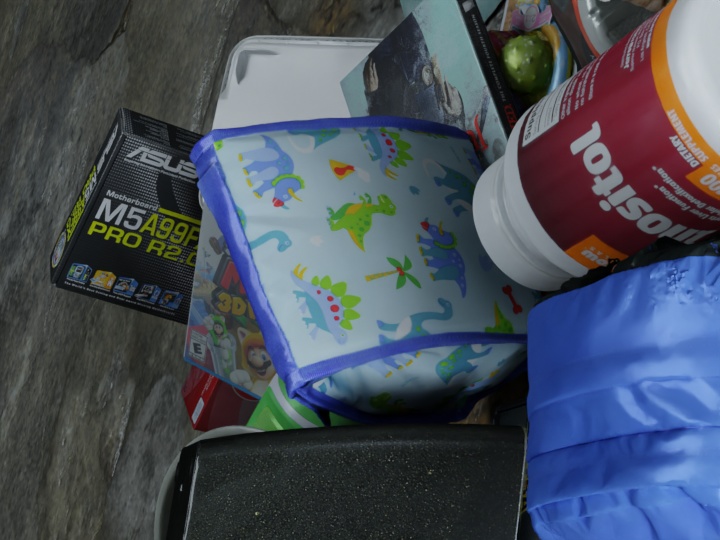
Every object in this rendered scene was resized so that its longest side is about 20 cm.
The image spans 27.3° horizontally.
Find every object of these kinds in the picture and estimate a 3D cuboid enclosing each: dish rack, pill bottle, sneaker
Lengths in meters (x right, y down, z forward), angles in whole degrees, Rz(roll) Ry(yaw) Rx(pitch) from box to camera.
[{"bbox_3d":[-0.032,-0.105,1.132,0.199,0.044,0.172,6,78,26],"label":"dish rack"},{"bbox_3d":[0.150,-0.062,0.795,0.200,0.113,0.113,-36,45,53],"label":"pill bottle"},{"bbox_3d":[0.132,-0.207,0.923,0.082,0.077,0.201,142,121,-66],"label":"sneaker"}]

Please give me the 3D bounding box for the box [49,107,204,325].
[{"bbox_3d":[-0.140,-0.032,1.248,0.160,0.199,0.044,-58,28,27],"label":"box"}]

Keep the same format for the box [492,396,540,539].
[{"bbox_3d":[0.124,0.160,0.791,0.159,0.046,0.201,-26,52,58],"label":"box"}]

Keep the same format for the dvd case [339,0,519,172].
[{"bbox_3d":[0.058,-0.076,1.009,0.146,0.022,0.201,-36,67,50],"label":"dvd case"}]

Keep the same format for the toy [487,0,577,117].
[{"bbox_3d":[0.106,-0.147,1.004,0.115,0.047,0.201,8,82,65],"label":"toy"}]

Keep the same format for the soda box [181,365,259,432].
[{"bbox_3d":[-0.077,0.043,1.228,0.200,0.070,0.063,-64,27,21],"label":"soda box"}]

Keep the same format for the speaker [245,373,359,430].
[{"bbox_3d":[-0.059,0.156,1.109,0.200,0.088,0.089,-61,29,28],"label":"speaker"}]

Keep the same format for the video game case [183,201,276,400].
[{"bbox_3d":[-0.064,0.011,1.121,0.143,0.018,0.201,25,122,23],"label":"video game case"}]

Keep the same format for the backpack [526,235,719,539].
[{"bbox_3d":[0.168,0.075,0.581,0.162,0.199,0.168,-30,49,54],"label":"backpack"}]

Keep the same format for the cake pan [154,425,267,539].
[{"bbox_3d":[-0.062,0.204,1.043,0.200,0.037,0.201,8,103,36],"label":"cake pan"}]

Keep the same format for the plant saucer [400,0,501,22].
[{"bbox_3d":[0.073,-0.272,1.150,0.201,0.039,0.202,-41,40,47],"label":"plant saucer"}]

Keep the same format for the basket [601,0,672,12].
[{"bbox_3d":[0.198,-0.240,0.790,0.200,0.123,0.136,-54,32,33],"label":"basket"}]

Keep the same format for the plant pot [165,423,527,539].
[{"bbox_3d":[-0.026,0.182,0.864,0.200,0.177,0.201,142,136,-76],"label":"plant pot"}]

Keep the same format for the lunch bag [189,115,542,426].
[{"bbox_3d":[0.000,0.000,0.898,0.127,0.200,0.170,-40,62,32],"label":"lunch bag"}]
